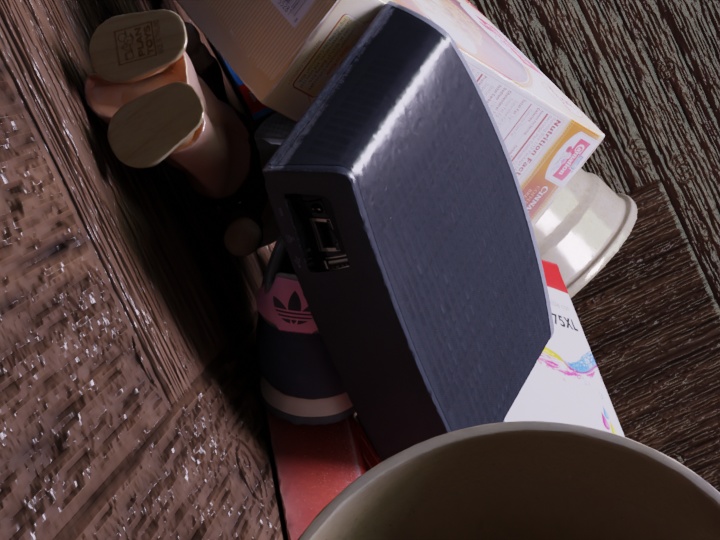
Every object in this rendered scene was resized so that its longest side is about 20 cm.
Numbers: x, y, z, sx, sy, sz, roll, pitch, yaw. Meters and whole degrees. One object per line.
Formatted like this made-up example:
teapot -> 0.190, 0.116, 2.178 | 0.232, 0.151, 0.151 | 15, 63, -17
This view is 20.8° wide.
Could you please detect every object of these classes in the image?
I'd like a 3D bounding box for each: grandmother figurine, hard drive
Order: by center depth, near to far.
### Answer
hard drive -> 0.030, -0.005, 0.886 | 0.135, 0.042, 0.200 | -56, 138, -37
grandmother figurine -> -0.072, -0.059, 0.924 | 0.200, 0.060, 0.122 | 53, 30, -69

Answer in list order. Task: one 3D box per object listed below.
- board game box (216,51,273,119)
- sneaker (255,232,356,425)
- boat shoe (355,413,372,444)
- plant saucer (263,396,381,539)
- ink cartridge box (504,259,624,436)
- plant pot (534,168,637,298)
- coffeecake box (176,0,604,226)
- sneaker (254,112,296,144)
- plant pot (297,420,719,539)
board game box -> -0.090, -0.225, 1.288 | 0.200, 0.056, 0.196 | -97, 161, -65
sneaker -> -0.003, -0.018, 0.950 | 0.200, 0.070, 0.082 | -75, 167, -51
boat shoe -> 0.054, 0.156, 1.091 | 0.200, 0.071, 0.064 | 57, -26, -3
plant saucer -> 0.023, 0.172, 0.910 | 0.200, 0.037, 0.200 | -104, 167, -53
ink cartridge box -> 0.068, 0.052, 1.042 | 0.116, 0.067, 0.200 | 15, 48, -48
plant pot -> 0.074, -0.060, 1.482 | 0.184, 0.200, 0.201 | 51, 11, -13
coffeecake box -> 0.006, -0.114, 0.985 | 0.200, 0.073, 0.154 | 25, 19, -45
sneaker -> 0.000, 0.000, 1.157 | 0.080, 0.070, 0.201 | 53, 14, -68
plant pot -> 0.066, 0.187, 0.738 | 0.200, 0.187, 0.188 | 78, -6, -57
